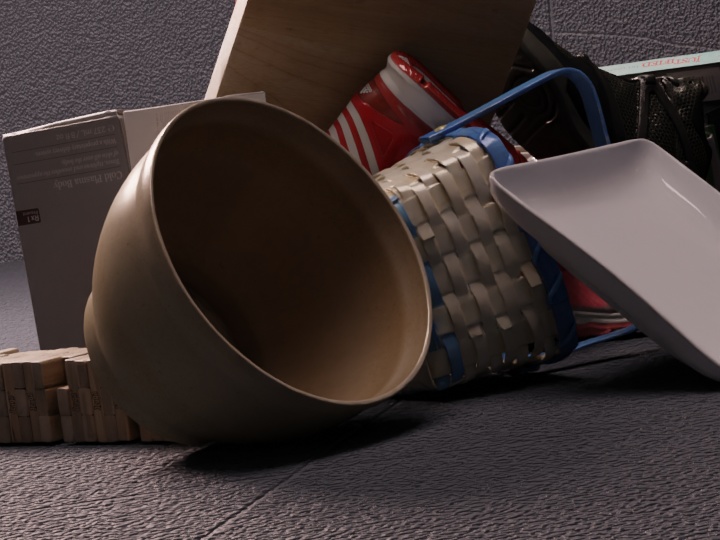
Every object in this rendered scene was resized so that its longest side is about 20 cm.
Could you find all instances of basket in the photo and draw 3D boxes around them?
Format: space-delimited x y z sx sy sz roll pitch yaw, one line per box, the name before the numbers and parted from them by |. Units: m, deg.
basket | 0.086 -0.019 1.579 0.199 0.177 0.139 -21 6 -20

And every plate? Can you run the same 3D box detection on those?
plate | 0.192 -0.003 1.511 0.200 0.032 0.199 41 30 23

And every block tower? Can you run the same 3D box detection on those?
block tower | -0.172 0.078 1.577 0.199 0.058 0.054 -2 7 42

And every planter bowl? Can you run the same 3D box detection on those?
planter bowl | -0.076 0.019 1.446 0.200 0.201 0.135 -13 -20 -49

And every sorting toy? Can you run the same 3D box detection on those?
sorting toy | -0.011 -0.127 1.687 0.199 0.200 0.070 11 21 -25

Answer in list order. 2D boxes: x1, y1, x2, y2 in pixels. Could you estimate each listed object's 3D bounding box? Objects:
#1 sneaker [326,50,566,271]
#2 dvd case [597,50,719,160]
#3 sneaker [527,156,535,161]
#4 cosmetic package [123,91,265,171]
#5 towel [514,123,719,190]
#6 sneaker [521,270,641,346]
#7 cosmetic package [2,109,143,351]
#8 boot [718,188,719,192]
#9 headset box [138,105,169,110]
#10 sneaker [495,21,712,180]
sneaker | 0.052 -0.046 1.678 0.115 0.200 0.078 -42 19 13
dvd case | 0.224 -0.065 1.860 0.145 0.201 0.022 -7 33 21
sneaker | 0.124 0.012 1.814 0.199 0.130 0.079 -46 6 0
cosmetic package | -0.090 -0.008 1.575 0.082 0.201 0.051 -5 4 33
towel | 0.179 -0.033 1.865 0.199 0.153 0.023 -6 32 19
sneaker | 0.147 0.005 1.735 0.199 0.087 0.074 -8 5 -5
cosmetic package | -0.170 -0.007 1.734 0.106 0.201 0.090 -10 0 28
boot | 0.262 -0.049 1.730 0.096 0.075 0.200 -2 41 -3
headset box | -0.137 -0.025 1.892 0.075 0.201 0.149 -6 6 25
sneaker | 0.170 -0.118 1.756 0.114 0.199 0.076 -50 5 -34
